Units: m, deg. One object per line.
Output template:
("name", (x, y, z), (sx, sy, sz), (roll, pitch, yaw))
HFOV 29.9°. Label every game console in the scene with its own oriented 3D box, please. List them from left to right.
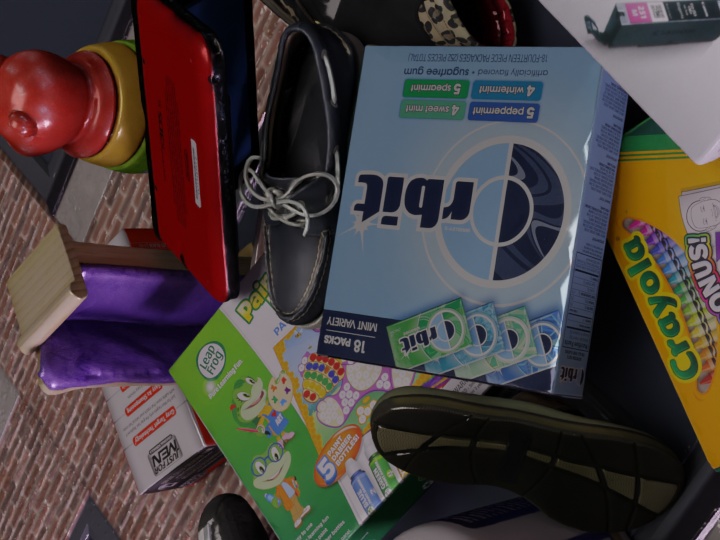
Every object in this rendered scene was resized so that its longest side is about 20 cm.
("game console", (-0.089, -0.109, 0.953), (0.172, 0.118, 0.200), (42, 142, 46))

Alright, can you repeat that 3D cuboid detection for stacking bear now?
("stacking bear", (-0.199, -0.127, 1.054), (0.114, 0.200, 0.122), (-36, 68, 37))

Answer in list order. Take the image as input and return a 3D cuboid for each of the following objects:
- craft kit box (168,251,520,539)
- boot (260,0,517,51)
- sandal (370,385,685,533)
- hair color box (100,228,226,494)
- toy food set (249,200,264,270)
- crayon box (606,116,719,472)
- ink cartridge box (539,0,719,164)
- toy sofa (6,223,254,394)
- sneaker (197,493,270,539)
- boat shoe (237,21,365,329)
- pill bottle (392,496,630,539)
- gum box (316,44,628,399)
("craft kit box", (-0.016, 0.071, 0.914), (0.200, 0.048, 0.198), (-50, 56, 19))
("boot", (0.003, -0.203, 0.899), (0.154, 0.073, 0.204), (-13, 117, 50))
("sandal", (0.105, 0.101, 0.819), (0.057, 0.201, 0.080), (-84, 15, -55))
("hair color box", (-0.170, 0.074, 1.132), (0.101, 0.061, 0.200), (-38, 66, 37))
("toy food set", (0.000, 0.000, 0.968), (0.200, 0.060, 0.144), (17, 104, 37))
("crayon box", (0.220, -0.001, 0.773), (0.119, 0.058, 0.200), (-35, 69, 37))
("ink cartridge box", (0.167, -0.185, 0.702), (0.200, 0.044, 0.174), (50, 138, 18))
("toy sofa", (-0.157, 0.032, 1.025), (0.083, 0.200, 0.098), (-41, 59, 35))
("sneaker", (-0.044, 0.257, 1.027), (0.115, 0.075, 0.200), (-21, 88, 36))
("boat shoe", (-0.037, -0.061, 0.880), (0.075, 0.062, 0.200), (15, 98, 32))
("pill bottle", (0.073, 0.207, 0.822), (0.120, 0.200, 0.120), (2, 93, 43))
("gum box", (0.066, -0.034, 0.820), (0.170, 0.045, 0.201), (6, 85, 35))
